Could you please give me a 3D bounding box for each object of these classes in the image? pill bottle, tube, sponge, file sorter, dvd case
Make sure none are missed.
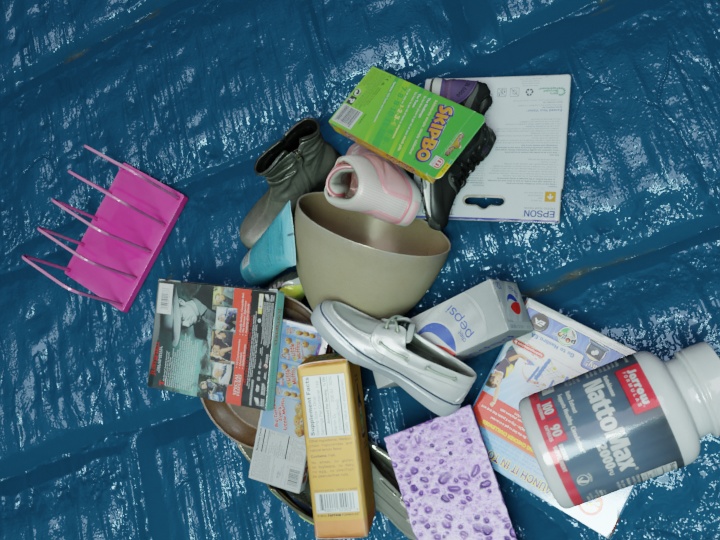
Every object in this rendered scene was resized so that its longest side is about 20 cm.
[{"bbox_3d":[0.275,0.152,0.737,0.198,0.119,0.121,-25,70,12],"label":"pill bottle"},{"bbox_3d":[-0.115,-0.024,0.943,0.050,0.200,0.079,-8,81,-21],"label":"tube"},{"bbox_3d":[0.107,0.266,0.814,0.110,0.030,0.202,-20,73,7],"label":"sponge"},{"bbox_3d":[-0.388,-0.067,1.085,0.138,0.125,0.202,27,88,23],"label":"file sorter"},{"bbox_3d":[-0.188,0.091,0.921,0.197,0.022,0.148,4,88,28],"label":"dvd case"}]

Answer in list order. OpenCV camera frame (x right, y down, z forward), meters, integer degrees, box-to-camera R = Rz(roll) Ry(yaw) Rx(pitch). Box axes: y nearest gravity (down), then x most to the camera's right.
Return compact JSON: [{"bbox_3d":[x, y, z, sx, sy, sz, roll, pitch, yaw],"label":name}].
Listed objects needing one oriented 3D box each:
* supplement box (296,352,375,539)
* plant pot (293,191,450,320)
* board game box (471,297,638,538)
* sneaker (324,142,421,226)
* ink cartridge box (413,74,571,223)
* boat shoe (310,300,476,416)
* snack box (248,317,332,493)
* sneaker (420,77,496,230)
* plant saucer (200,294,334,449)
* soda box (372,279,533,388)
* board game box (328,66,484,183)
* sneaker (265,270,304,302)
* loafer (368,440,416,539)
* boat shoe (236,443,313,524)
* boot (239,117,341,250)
[{"bbox_3d":[-0.027,0.199,0.835,0.068,0.067,0.203,-4,91,9],"label":"supplement box"},{"bbox_3d":[0.000,0.000,0.911,0.199,0.200,0.136,26,113,23],"label":"plant pot"},{"bbox_3d":[0.242,0.166,0.840,0.198,0.056,0.198,28,88,23],"label":"board game box"},{"bbox_3d":[-0.005,-0.128,0.931,0.076,0.103,0.201,-66,30,21],"label":"sneaker"},{"bbox_3d":[0.171,-0.156,0.948,0.194,0.043,0.203,4,79,19],"label":"ink cartridge box"},{"bbox_3d":[0.041,0.082,0.815,0.199,0.074,0.067,32,115,-5],"label":"boat shoe"},{"bbox_3d":[-0.085,0.165,0.890,0.071,0.024,0.203,11,91,18],"label":"snack box"},{"bbox_3d":[0.125,-0.150,0.903,0.086,0.076,0.203,3,77,13],"label":"sneaker"},{"bbox_3d":[-0.119,0.128,0.933,0.197,0.034,0.204,0,90,18],"label":"plant saucer"},{"bbox_3d":[0.102,0.080,0.869,0.199,0.068,0.064,-29,68,33],"label":"soda box"},{"bbox_3d":[0.056,-0.180,0.886,0.199,0.030,0.096,35,84,40],"label":"board game box"},{"bbox_3d":[-0.125,0.085,0.991,0.076,0.075,0.201,42,103,14],"label":"sneaker"},{"bbox_3d":[0.060,0.271,0.870,0.198,0.070,0.071,25,106,24],"label":"loafer"},{"bbox_3d":[-0.095,0.256,0.938,0.201,0.060,0.073,35,92,23],"label":"boat shoe"},{"bbox_3d":[-0.117,-0.121,0.996,0.200,0.131,0.068,-45,67,5],"label":"boot"}]
